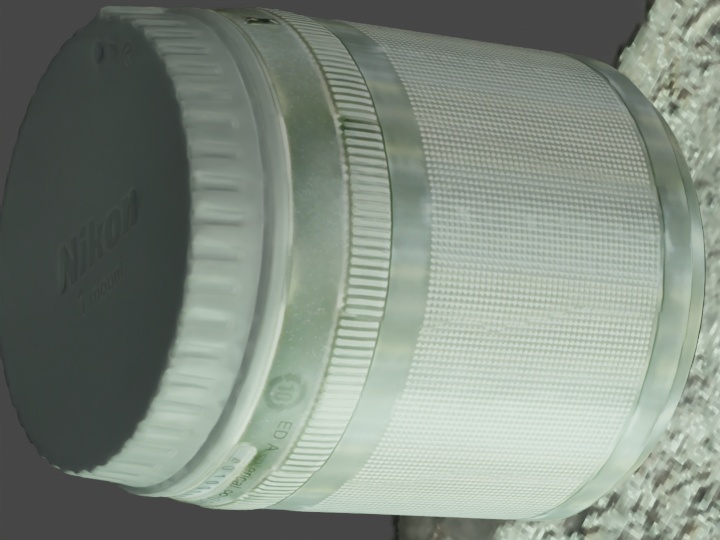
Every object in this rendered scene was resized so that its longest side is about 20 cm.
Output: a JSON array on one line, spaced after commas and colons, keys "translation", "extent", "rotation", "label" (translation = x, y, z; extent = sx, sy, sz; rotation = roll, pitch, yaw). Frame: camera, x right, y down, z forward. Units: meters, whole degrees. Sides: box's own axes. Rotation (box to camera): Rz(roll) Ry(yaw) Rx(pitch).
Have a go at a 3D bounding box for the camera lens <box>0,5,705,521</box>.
[{"translation": [0.000, 0.000, 0.887], "extent": [0.199, 0.160, 0.161], "rotation": [5, 88, -31], "label": "camera lens"}]
